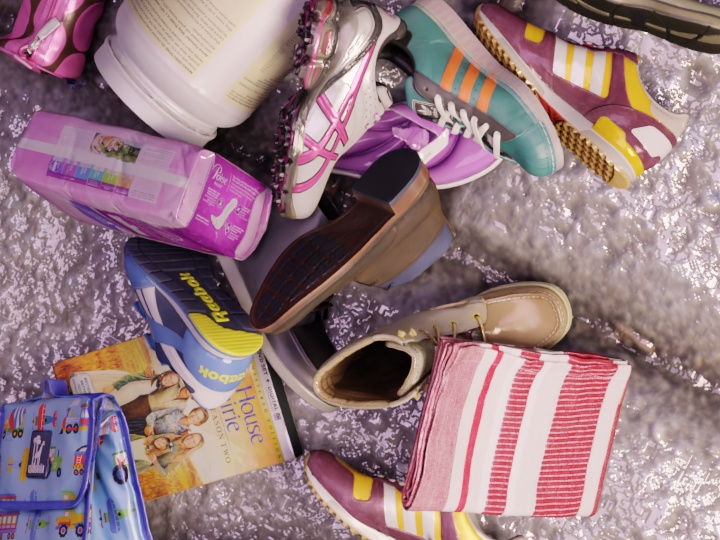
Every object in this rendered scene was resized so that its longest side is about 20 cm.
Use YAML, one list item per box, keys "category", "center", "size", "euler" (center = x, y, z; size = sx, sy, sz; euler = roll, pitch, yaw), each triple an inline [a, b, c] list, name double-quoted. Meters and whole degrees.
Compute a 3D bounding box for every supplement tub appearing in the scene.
- category: "supplement tub"
  center: [-0.115, -0.214, 1.685]
  size: [0.200, 0.145, 0.145]
  euler: [-45, 82, 13]

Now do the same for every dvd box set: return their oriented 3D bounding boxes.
- category: "dvd box set"
  center: [-0.164, 0.124, 1.780]
  size: [0.200, 0.029, 0.147]
  euler: [-16, 89, 16]

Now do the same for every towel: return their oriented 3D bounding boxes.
- category: "towel"
  center: [0.132, 0.133, 1.636]
  size: [0.023, 0.200, 0.144]
  euler: [25, 105, 55]

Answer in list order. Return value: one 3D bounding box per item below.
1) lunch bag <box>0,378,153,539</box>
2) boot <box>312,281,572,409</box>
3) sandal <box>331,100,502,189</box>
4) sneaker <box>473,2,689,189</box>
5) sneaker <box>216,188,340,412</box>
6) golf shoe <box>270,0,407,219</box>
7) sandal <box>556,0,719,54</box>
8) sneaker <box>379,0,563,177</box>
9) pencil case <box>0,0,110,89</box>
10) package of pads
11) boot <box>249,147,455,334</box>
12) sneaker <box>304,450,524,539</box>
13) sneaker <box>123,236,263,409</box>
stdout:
- category: "lunch bag"
  center: [-0.257, 0.195, 1.757]
  size: [0.150, 0.094, 0.201]
  euler: [-11, 82, 49]
- category: "boot"
  center: [0.069, 0.065, 1.649]
  size: [0.200, 0.155, 0.072]
  euler: [-16, 90, 17]
- category: "sandal"
  center: [0.029, -0.108, 1.702]
  size: [0.202, 0.050, 0.083]
  euler: [-2, 95, 13]
- category: "sneaker"
  center: [0.181, -0.162, 1.656]
  size: [0.090, 0.075, 0.200]
  euler: [-41, 78, -9]
- category: "sneaker"
  center: [-0.044, 0.017, 1.717]
  size: [0.106, 0.075, 0.200]
  euler: [-32, 85, 17]
- category: "golf shoe"
  center: [-0.020, -0.126, 1.636]
  size: [0.092, 0.073, 0.200]
  euler: [8, 120, -14]
- category: "sandal"
  center: [0.224, -0.234, 1.638]
  size: [0.200, 0.080, 0.057]
  euler: [20, 82, 6]
- category: "sneaker"
  center: [0.084, -0.140, 1.652]
  size: [0.080, 0.071, 0.200]
  euler: [-34, 65, -14]
- category: "pencil case"
  center: [-0.244, -0.265, 1.742]
  size: [0.091, 0.094, 0.200]
  euler: [26, 99, 12]
- category: "package of pads"
  center: [-0.186, -0.072, 1.697]
  size: [0.200, 0.120, 0.076]
  euler: [14, 80, 33]
- category: "boot"
  center: [0.000, 0.000, 1.666]
  size: [0.200, 0.097, 0.075]
  euler: [-45, 40, -10]
- category: "sneaker"
  center: [0.046, 0.202, 1.707]
  size: [0.200, 0.075, 0.090]
  euler: [38, 95, 2]
- category: "sneaker"
  center: [-0.156, 0.040, 1.716]
  size: [0.200, 0.074, 0.082]
  euler: [52, 133, 46]
